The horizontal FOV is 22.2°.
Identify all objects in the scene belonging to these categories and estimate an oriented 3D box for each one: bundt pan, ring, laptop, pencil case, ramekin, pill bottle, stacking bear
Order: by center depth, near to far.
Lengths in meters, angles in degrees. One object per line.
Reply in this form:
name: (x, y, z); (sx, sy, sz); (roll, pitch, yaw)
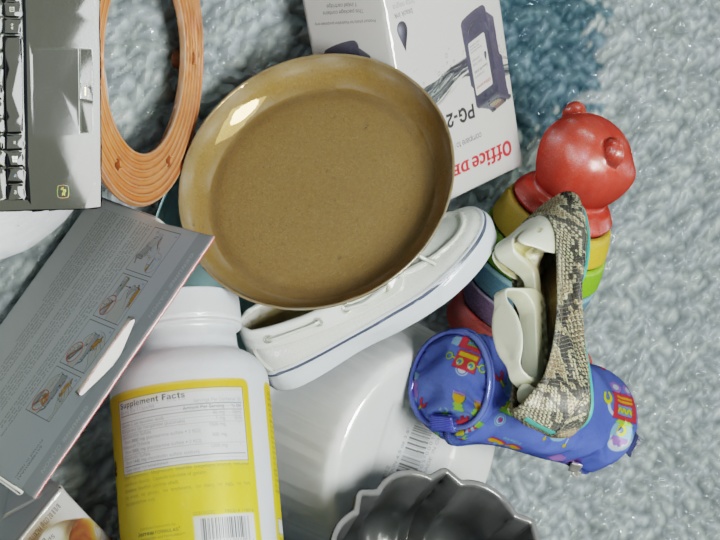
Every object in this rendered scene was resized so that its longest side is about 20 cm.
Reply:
laptop: (-0.240, -0.115, 1.070); (0.198, 0.103, 0.180); (-2, 100, -20)
ring: (-0.152, -0.145, 1.243); (0.200, 0.019, 0.203); (2, 90, -73)
pill bottle: (-0.114, 0.119, 1.259); (0.111, 0.112, 0.202); (4, 73, -37)
bundt pan: (0.051, 0.247, 1.297); (0.200, 0.076, 0.204); (14, 55, -21)
pencil case: (0.124, 0.101, 1.367); (0.199, 0.078, 0.088); (18, 76, -44)
ramekin: (0.013, 0.129, 1.397); (0.199, 0.097, 0.203); (-17, 116, -38)
stacking bear: (0.151, -0.030, 1.437); (0.113, 0.122, 0.202); (5, 122, -31)

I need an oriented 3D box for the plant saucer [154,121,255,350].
plant saucer: (-0.078, -0.011, 1.373); (0.198, 0.027, 0.203); (-6, 100, -35)

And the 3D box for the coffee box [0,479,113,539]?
coffee box: (-0.199, 0.248, 1.288); (0.115, 0.079, 0.200); (-51, 122, -20)

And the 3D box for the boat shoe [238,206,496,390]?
boat shoe: (-0.002, -0.002, 1.314); (0.201, 0.075, 0.086); (-31, 123, 4)

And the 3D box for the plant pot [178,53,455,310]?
plant pot: (-0.029, -0.059, 1.286); (0.201, 0.199, 0.028); (-57, 155, -15)

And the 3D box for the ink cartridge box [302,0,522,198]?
ink cartridge box: (0.040, -0.155, 1.386); (0.144, 0.084, 0.202); (-26, 112, -46)

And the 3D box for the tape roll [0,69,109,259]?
tape roll: (-0.265, -0.107, 1.196); (0.199, 0.066, 0.203); (-6, 100, -37)

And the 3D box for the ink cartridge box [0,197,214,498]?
ink cartridge box: (-0.181, 0.054, 1.207); (0.045, 0.176, 0.201); (43, 75, -34)

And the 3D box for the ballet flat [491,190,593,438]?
ballet flat: (0.126, 0.020, 1.305); (0.075, 0.068, 0.202); (20, 56, -28)
